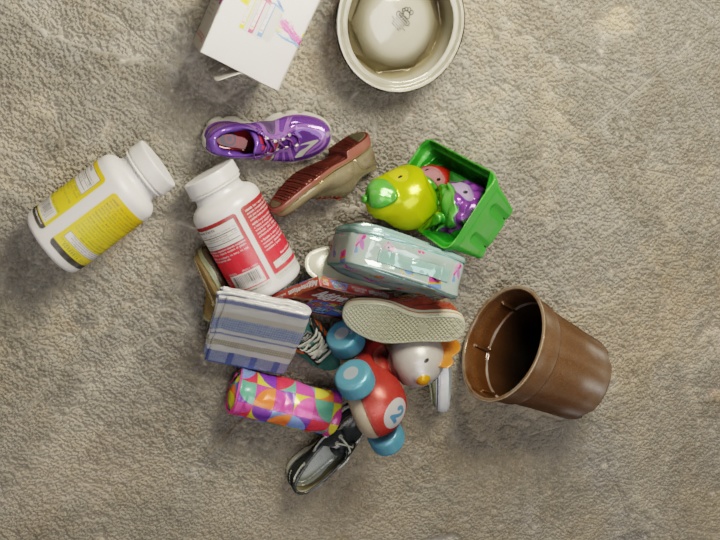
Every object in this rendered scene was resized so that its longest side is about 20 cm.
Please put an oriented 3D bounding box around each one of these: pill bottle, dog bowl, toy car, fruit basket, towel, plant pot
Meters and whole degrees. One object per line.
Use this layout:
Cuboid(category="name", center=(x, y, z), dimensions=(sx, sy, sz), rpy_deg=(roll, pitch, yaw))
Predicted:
Cuboid(category="pill bottle", center=(-0.374, -0.097, 1.325), dimensions=(0.199, 0.111, 0.112), rpy_deg=(-36, 114, 1))
Cuboid(category="dog bowl", center=(0.052, -0.372, 1.357), dimensions=(0.197, 0.074, 0.203), rpy_deg=(-4, 110, -12))
Cuboid(category="toy car", center=(0.072, 0.164, 1.470), dimensions=(0.198, 0.178, 0.185), rpy_deg=(-22, 130, 6))
Cuboid(category="fruit basket", center=(0.102, -0.118, 1.386), dimensions=(0.214, 0.216, 0.156), rpy_deg=(34, 93, -23))
Cuboid(category="pill bottle", center=(-0.183, -0.060, 1.382), dimensions=(0.111, 0.112, 0.202), rpy_deg=(-28, 106, -3))
Cuboid(category="towel", center=(-0.164, 0.096, 1.410), dimensions=(0.145, 0.024, 0.201), rpy_deg=(12, 143, -10))
Cuboid(category="plant pot", center=(0.311, 0.154, 1.560), dimensions=(0.196, 0.200, 0.202), rpy_deg=(23, 103, -29))

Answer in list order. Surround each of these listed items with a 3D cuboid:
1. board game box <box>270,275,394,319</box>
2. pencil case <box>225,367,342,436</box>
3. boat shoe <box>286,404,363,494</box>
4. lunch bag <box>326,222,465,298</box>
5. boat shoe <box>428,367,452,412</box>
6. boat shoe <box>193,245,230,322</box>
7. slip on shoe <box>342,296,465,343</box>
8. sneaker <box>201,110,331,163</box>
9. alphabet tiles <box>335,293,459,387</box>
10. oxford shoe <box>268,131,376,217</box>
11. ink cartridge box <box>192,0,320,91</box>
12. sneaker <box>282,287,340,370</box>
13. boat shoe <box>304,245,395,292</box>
Cuboid(category="board game box", center=(-0.041, 0.046, 1.428), dimensions=(0.102, 0.020, 0.199), rpy_deg=(-22, 159, 31))
Cuboid(category="pencil case", center=(-0.126, 0.220, 1.522), dimensions=(0.197, 0.088, 0.089), rpy_deg=(16, 105, -22))
Cuboid(category="boat shoe", center=(-0.045, 0.312, 1.585), dimensions=(0.075, 0.060, 0.200), rpy_deg=(40, 96, -23))
Cuboid(category="lunch bag", center=(0.059, -0.015, 1.384), dimensions=(0.197, 0.160, 0.078), rpy_deg=(15, 83, -17))
Cuboid(category="boat shoe", center=(0.124, 0.149, 1.568), dimensions=(0.061, 0.072, 0.203), rpy_deg=(-2, 107, 11))
Cuboid(category="boat shoe", center=(-0.221, 0.057, 1.447), dimensions=(0.075, 0.072, 0.202), rpy_deg=(-24, 113, 10))
Cuboid(category="slip on shoe", center=(0.066, 0.072, 1.432), dimensions=(0.197, 0.061, 0.075), rpy_deg=(4, 119, -13))
Cuboid(category="sneaker", center=(-0.138, -0.191, 1.368), dimensions=(0.197, 0.084, 0.082), rpy_deg=(-7, 111, -13))
Cuboid(category="alphabet tiles", center=(0.072, 0.125, 1.578), dimensions=(0.197, 0.008, 0.169), rpy_deg=(-21, 113, -6))
Cuboid(category="oxford shoe", center=(-0.051, -0.131, 1.400), dimensions=(0.199, 0.070, 0.075), rpy_deg=(-36, 121, -17))
Cuboid(category="ink cartridge box", center=(-0.147, -0.356, 1.282), dimensions=(0.124, 0.129, 0.202), rpy_deg=(22, 103, -21))
Cuboid(category="sneaker", center=(-0.095, 0.105, 1.485), dimensions=(0.071, 0.080, 0.200), rpy_deg=(-42, 117, 4))
Cuboid(category="boat shoe", center=(0.000, 0.003, 1.481), dimensions=(0.199, 0.060, 0.073), rpy_deg=(6, 81, -18))
